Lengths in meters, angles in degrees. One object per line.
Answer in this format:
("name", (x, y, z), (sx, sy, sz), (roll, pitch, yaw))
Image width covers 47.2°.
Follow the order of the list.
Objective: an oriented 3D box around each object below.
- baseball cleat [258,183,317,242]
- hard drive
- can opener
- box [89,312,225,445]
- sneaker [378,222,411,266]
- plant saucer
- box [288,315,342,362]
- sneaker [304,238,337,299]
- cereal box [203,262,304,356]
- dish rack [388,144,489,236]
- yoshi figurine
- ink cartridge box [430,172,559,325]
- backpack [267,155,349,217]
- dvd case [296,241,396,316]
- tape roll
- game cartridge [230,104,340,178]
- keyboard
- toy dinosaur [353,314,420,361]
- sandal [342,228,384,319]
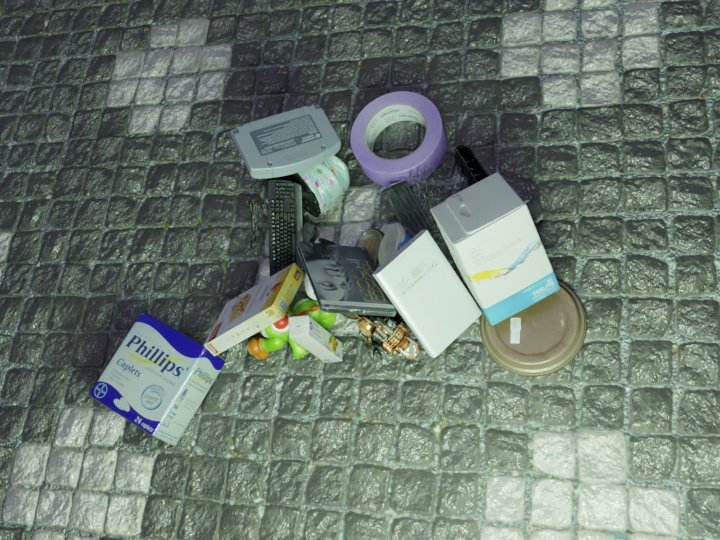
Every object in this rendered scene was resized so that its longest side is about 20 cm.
("baseball cleat", (-0.150, -0.102, 1.756), (0.106, 0.070, 0.201), (-17, 73, 3))
("hard drive", (0.127, 0.044, 1.536), (0.132, 0.201, 0.026), (-40, 19, -15))
("can opener", (0.267, -0.074, 1.607), (0.199, 0.067, 0.053), (-36, 61, -1))
("box", (-0.410, 0.217, 1.670), (0.183, 0.105, 0.201), (24, 76, 24))
("sneaker", (0.102, -0.005, 1.628), (0.077, 0.111, 0.201), (-49, 28, 28))
("plant saucer", (0.321, 0.098, 1.540), (0.198, 0.029, 0.202), (-6, 67, 15))
("box", (-0.082, 0.131, 1.552), (0.041, 0.200, 0.039), (-9, 68, 16))
("sneaker", (-0.078, 0.014, 1.628), (0.075, 0.200, 0.081), (25, 115, -7))
("cereal box", (-0.209, 0.076, 1.618), (0.199, 0.040, 0.144), (-29, 24, 30))
("dish rack", (0.161, -0.155, 1.661), (0.199, 0.055, 0.154), (-22, 61, -11))
("yoshi figurine", (-0.127, 0.108, 1.652), (0.199, 0.113, 0.112), (-23, 21, 22))
("ink cartridge box", (0.244, -0.041, 1.501), (0.145, 0.201, 0.147), (-28, 33, 3))
("backpack", (-0.121, -0.214, 1.742), (0.127, 0.167, 0.200), (-43, 68, -10))
("dvd case", (-0.029, 0.014, 1.555), (0.148, 0.016, 0.201), (5, 36, -24))
("tape roll", (0.082, -0.279, 1.755), (0.198, 0.066, 0.202), (-6, 67, 15))
("game cartridge", (-0.148, -0.258, 1.668), (0.199, 0.041, 0.134), (-20, 60, -17))
("keyboard", (-0.178, -0.085, 1.688), (0.126, 0.021, 0.202), (4, 100, 20))
("toy dinosaur", (0.036, 0.099, 1.562), (0.102, 0.136, 0.201), (-30, 70, 0))
("sandal", (0.000, 0.000, 1.665), (0.081, 0.055, 0.201), (14, 72, 22))
